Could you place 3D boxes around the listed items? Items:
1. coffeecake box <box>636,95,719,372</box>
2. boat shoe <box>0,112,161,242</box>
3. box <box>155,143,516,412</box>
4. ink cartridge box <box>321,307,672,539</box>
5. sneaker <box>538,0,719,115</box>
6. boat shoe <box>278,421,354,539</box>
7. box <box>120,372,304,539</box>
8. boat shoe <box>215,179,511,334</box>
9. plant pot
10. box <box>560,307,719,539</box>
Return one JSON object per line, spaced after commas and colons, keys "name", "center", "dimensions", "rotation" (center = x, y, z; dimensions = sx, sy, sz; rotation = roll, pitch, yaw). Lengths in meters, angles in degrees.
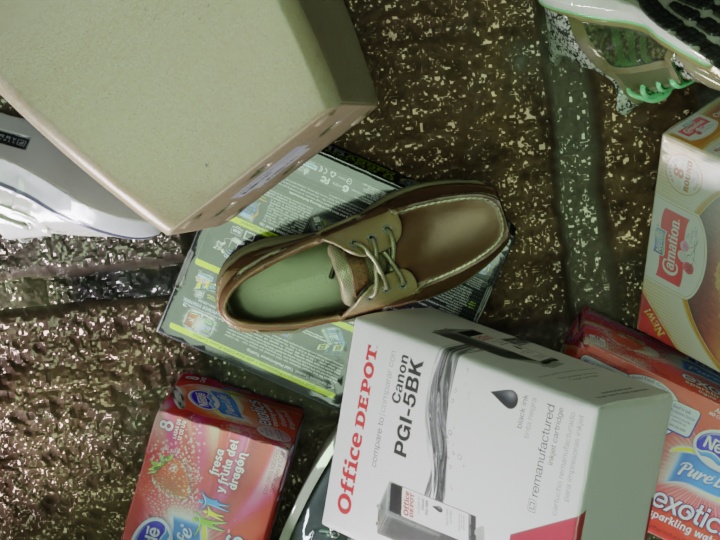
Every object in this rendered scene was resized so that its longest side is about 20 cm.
{"name": "coffeecake box", "center": [0.278, 0.003, 1.382], "dimensions": [0.199, 0.073, 0.154], "rotation": [29, 134, 33]}
{"name": "boat shoe", "center": [-0.226, -0.055, 1.497], "dimensions": [0.199, 0.071, 0.070], "rotation": [17, 131, -3]}
{"name": "box", "center": [-0.016, 0.005, 1.497], "dimensions": [0.199, 0.044, 0.161], "rotation": [23, 104, 0]}
{"name": "ink cartridge box", "center": [0.081, 0.120, 1.391], "dimensions": [0.199, 0.083, 0.148], "rotation": [18, 105, 39]}
{"name": "sneaker", "center": [0.188, -0.136, 1.406], "dimensions": [0.077, 0.200, 0.089], "rotation": [-24, 129, -32]}
{"name": "boat shoe", "center": [-0.021, 0.182, 1.511], "dimensions": [0.062, 0.073, 0.201], "rotation": [25, 118, 5]}
{"name": "box", "center": [-0.112, 0.184, 1.515], "dimensions": [0.095, 0.100, 0.201], "rotation": [17, 104, 1]}
{"name": "boat shoe", "center": [0.000, 0.000, 1.433], "dimensions": [0.199, 0.074, 0.076], "rotation": [-20, 100, 9]}
{"name": "plant pot", "center": [-0.101, -0.133, 1.379], "dimensions": [0.199, 0.200, 0.177], "rotation": [-36, 87, 11]}
{"name": "box", "center": [0.214, 0.117, 1.466], "dimensions": [0.199, 0.096, 0.100], "rotation": [25, 105, 0]}
